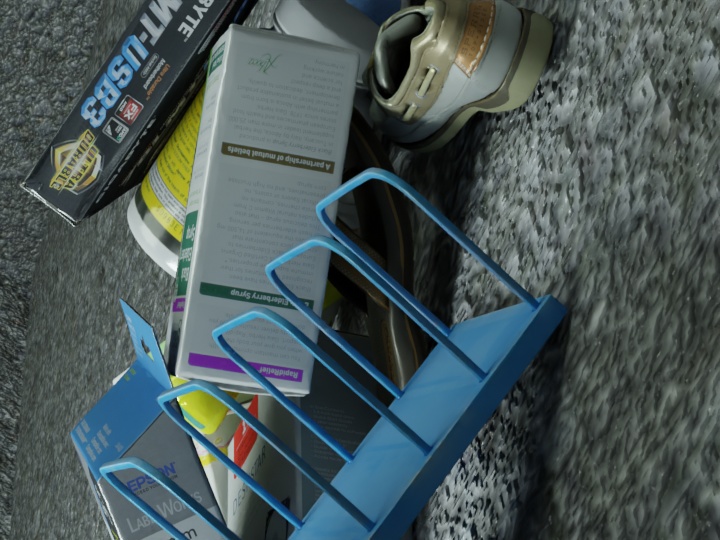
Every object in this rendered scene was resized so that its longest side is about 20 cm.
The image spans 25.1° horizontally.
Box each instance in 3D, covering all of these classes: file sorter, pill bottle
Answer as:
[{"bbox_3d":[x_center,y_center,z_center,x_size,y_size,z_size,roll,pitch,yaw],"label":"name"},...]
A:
[{"bbox_3d":[-0.020,0.064,0.820,0.200,0.123,0.139,-51,9,-18],"label":"file sorter"},{"bbox_3d":[-0.063,-0.087,1.084,0.200,0.112,0.113,-55,25,22],"label":"pill bottle"}]

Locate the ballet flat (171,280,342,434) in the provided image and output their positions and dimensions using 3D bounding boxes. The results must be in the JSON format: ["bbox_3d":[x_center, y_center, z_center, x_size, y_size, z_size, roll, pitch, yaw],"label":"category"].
[{"bbox_3d":[-0.061,0.049,1.140,0.200,0.067,0.067,-38,3,-40],"label":"ballet flat"}]

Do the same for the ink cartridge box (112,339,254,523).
[{"bbox_3d":[-0.110,0.154,1.179,0.117,0.067,0.201,-35,65,50],"label":"ink cartridge box"}]

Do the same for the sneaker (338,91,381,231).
[{"bbox_3d":[-0.022,-0.114,1.203,0.092,0.075,0.200,-63,30,26],"label":"sneaker"}]

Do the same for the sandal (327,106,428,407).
[{"bbox_3d":[0.000,0.000,0.975,0.082,0.054,0.202,-171,73,-78],"label":"sandal"}]

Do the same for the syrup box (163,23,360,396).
[{"bbox_3d":[-0.059,-0.031,0.934,0.079,0.081,0.202,172,108,-78],"label":"syrup box"}]

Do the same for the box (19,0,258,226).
[{"bbox_3d":[-0.124,-0.133,1.031,0.201,0.050,0.199,-55,5,10],"label":"box"}]

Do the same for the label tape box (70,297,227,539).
[{"bbox_3d":[-0.125,0.128,0.957,0.144,0.063,0.201,-161,50,-73],"label":"label tape box"}]

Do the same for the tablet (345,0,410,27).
[{"bbox_3d":[0.000,-0.214,1.173,0.130,0.014,0.201,-32,41,42],"label":"tablet"}]

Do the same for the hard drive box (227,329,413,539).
[{"bbox_3d":[-0.029,0.162,1.022,0.156,0.076,0.201,118,156,-46],"label":"hard drive box"}]

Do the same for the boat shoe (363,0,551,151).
[{"bbox_3d":[0.040,-0.121,0.938,0.200,0.068,0.075,159,129,-70],"label":"boat shoe"}]
